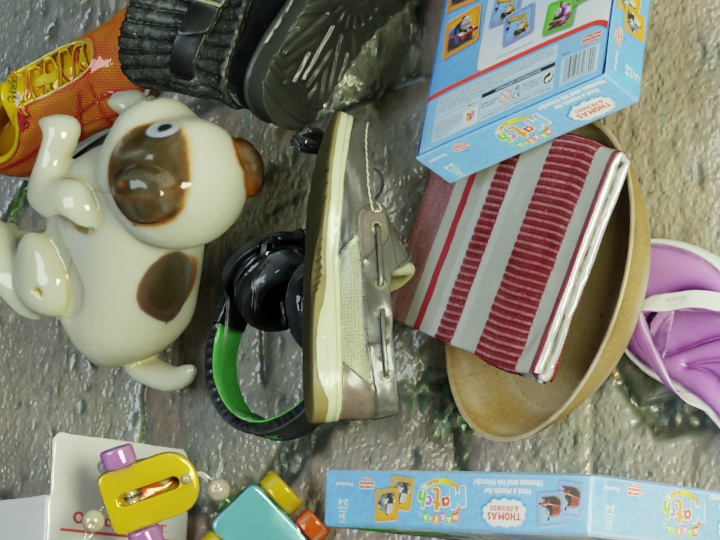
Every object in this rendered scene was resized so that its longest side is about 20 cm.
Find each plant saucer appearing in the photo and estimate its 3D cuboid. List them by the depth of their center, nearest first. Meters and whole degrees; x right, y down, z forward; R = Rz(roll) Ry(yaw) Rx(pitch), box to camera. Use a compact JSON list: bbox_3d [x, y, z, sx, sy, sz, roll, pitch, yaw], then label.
[{"bbox_3d":[0.118,0.008,1.658,0.200,0.035,0.201,-39,43,49],"label":"plant saucer"}]

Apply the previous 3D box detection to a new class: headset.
[{"bbox_3d":[-0.045,0.010,1.808,0.123,0.094,0.200,23,90,45],"label":"headset"}]

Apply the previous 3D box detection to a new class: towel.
[{"bbox_3d":[0.086,-0.018,1.671,0.200,0.023,0.144,23,94,62],"label":"towel"}]

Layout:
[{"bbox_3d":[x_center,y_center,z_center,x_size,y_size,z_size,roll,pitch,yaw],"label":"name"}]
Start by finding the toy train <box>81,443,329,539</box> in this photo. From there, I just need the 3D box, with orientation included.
[{"bbox_3d":[-0.121,0.191,1.816,0.056,0.200,0.151,-178,95,-84],"label":"toy train"}]

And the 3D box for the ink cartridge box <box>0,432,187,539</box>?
[{"bbox_3d":[-0.184,0.216,1.883,0.068,0.115,0.200,-11,72,51],"label":"ink cartridge box"}]

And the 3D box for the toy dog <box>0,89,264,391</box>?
[{"bbox_3d":[-0.152,-0.032,1.868,0.200,0.139,0.194,-51,54,45],"label":"toy dog"}]

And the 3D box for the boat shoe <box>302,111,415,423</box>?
[{"bbox_3d":[0.000,0.000,1.723,0.072,0.066,0.201,117,158,-66],"label":"boat shoe"}]

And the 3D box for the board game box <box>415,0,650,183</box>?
[{"bbox_3d":[0.111,-0.164,1.687,0.151,0.037,0.200,-22,46,40],"label":"board game box"}]

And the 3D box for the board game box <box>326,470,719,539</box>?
[{"bbox_3d":[0.103,0.136,1.577,0.200,0.151,0.037,-4,79,45],"label":"board game box"}]

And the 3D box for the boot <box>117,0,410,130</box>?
[{"bbox_3d":[-0.056,-0.194,1.834,0.158,0.079,0.211,22,68,45],"label":"boot"}]

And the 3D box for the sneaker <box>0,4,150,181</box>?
[{"bbox_3d":[-0.215,-0.128,2.028,0.200,0.077,0.073,-39,53,31],"label":"sneaker"}]

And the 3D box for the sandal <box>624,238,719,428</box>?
[{"bbox_3d":[0.196,0.043,1.587,0.203,0.050,0.083,44,112,42],"label":"sandal"}]
